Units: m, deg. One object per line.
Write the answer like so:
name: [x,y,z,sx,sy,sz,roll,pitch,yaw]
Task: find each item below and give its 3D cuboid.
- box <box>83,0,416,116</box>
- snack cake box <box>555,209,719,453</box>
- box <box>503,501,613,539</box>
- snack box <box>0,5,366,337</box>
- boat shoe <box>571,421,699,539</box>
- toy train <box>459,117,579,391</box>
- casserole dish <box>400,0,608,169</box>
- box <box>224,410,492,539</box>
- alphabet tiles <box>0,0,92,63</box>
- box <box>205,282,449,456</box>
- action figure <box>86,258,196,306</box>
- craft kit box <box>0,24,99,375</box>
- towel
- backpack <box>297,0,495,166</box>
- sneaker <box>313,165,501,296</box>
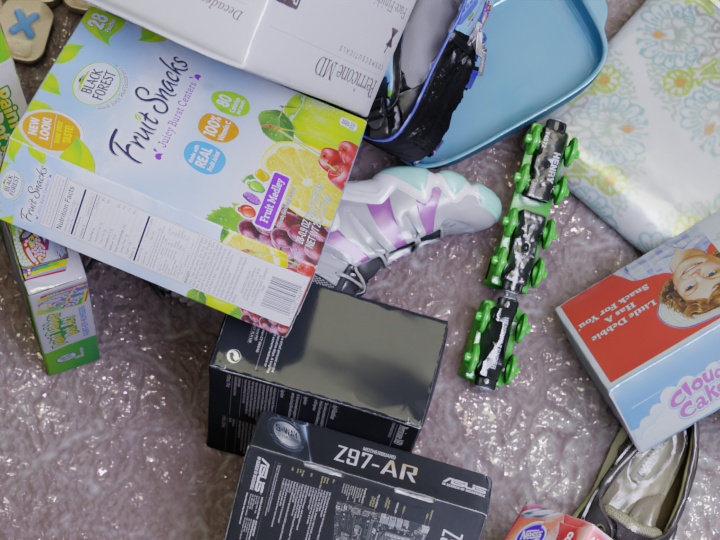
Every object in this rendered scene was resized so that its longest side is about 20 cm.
box: [-0.087,-0.204,1.312,0.199,0.199,0.132,26,96,22]
snack cake box: [0.248,0.027,1.439,0.199,0.067,0.115,-30,34,2]
box: [0.176,0.249,1.359,0.200,0.095,0.103,37,79,-21]
snack box: [-0.110,-0.065,1.296,0.199,0.068,0.169,21,37,-3]
boat shoe: [0.180,0.180,1.440,0.073,0.065,0.201,22,74,1]
toy train: [0.112,-0.011,1.483,0.041,0.056,0.202,17,84,-7]
casserole dish: [0.091,-0.149,1.525,0.199,0.039,0.122,-30,69,5]
box: [-0.014,0.204,1.361,0.159,0.201,0.044,15,30,1]
alphabet tiles: [-0.273,-0.255,1.567,0.198,0.015,0.197,12,73,0]
box: [-0.025,0.078,1.385,0.140,0.200,0.079,19,70,1]
action figure: [-0.126,-0.044,1.430,0.199,0.102,0.119,-26,101,17]
craft kit box: [-0.230,-0.048,1.410,0.048,0.200,0.199,-16,75,-9]
towel: [0.244,-0.108,1.545,0.171,0.048,0.200,40,74,11]
backpack: [0.013,-0.197,1.453,0.182,0.134,0.201,27,93,24]
sneaker: [0.000,0.000,1.482,0.198,0.078,0.141,1,74,6]
